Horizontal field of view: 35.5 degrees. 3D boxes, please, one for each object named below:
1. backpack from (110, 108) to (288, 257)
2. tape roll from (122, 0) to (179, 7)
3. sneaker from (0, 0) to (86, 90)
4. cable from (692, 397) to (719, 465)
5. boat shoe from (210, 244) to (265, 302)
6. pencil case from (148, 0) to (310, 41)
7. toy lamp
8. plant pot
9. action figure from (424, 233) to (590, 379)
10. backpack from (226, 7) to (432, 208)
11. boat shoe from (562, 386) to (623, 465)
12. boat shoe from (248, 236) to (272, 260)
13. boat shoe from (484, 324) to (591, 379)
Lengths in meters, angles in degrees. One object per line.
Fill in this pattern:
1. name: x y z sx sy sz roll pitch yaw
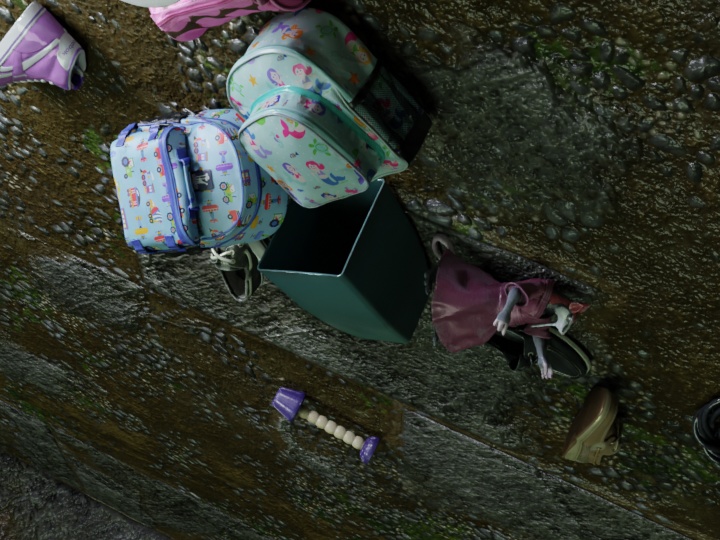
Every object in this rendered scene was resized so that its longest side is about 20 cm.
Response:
1. backpack: -0.193 -0.111 1.401 0.198 0.134 0.186 -2 98 34
2. tape roll: -0.205 -0.370 1.057 0.200 0.140 0.204 23 150 14
3. sneaker: -0.433 -0.266 1.496 0.114 0.073 0.200 39 150 -21
4. cable: 0.504 0.235 1.405 0.162 0.051 0.201 1 139 42
5. boat shoe: -0.179 -0.030 1.607 0.070 0.064 0.201 16 147 24
6. pencil case: -0.140 -0.290 1.164 0.198 0.094 0.091 -4 136 47
7. toy lamp: -0.062 0.268 1.978 0.198 0.059 0.058 28 151 0
8. plant pot: 0.000 0.000 1.437 0.140 0.143 0.200 4 148 39
9. action figure: 0.184 0.042 1.385 0.197 0.151 0.134 -4 145 17
10. backpack: -0.047 -0.174 1.210 0.200 0.151 0.176 49 147 -21
11. boat shoe: 0.327 0.214 1.528 0.064 0.072 0.201 19 157 7
12. boat shoe: -0.075 -0.009 1.565 0.064 0.071 0.199 -42 115 18
13. boat shoe: 0.203 0.096 1.457 0.198 0.067 0.075 34 150 -5
